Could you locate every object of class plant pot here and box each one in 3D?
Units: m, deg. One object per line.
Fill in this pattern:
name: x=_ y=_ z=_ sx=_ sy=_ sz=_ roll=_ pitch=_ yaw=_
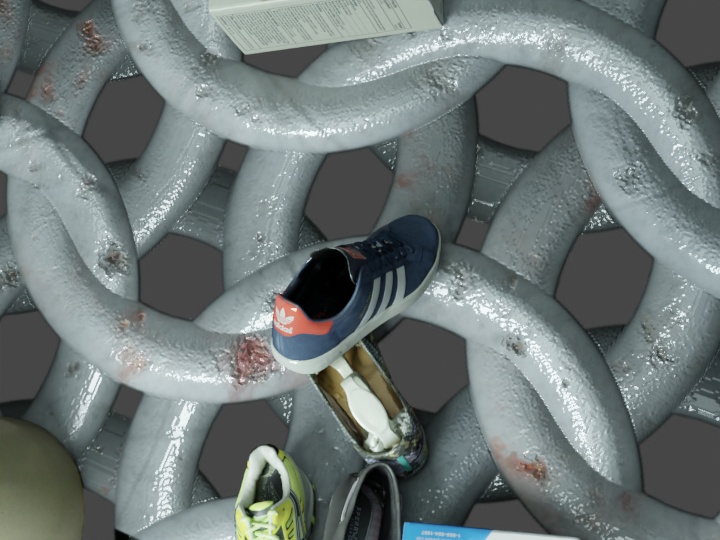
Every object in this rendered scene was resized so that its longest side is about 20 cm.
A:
plant pot: x=-0.367 y=0.201 z=1.332 sx=0.187 sy=0.200 sz=0.188 roll=-5 pitch=73 yaw=16

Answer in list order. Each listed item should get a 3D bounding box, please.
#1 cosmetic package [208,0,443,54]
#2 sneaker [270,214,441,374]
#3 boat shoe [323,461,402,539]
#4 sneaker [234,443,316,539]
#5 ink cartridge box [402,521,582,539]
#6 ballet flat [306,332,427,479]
cosmetic package: x=-0.031 y=-0.261 z=1.417 sx=0.199 sy=0.105 sz=0.071 roll=-5 pitch=73 yaw=14
sneaker: x=0.000 y=0.000 z=1.305 sx=0.075 sy=0.085 sz=0.200 roll=25 pitch=51 yaw=28
boat shoe: x=-0.002 y=0.242 z=1.236 sx=0.067 sy=0.057 sz=0.200 roll=19 pitch=47 yaw=-15
sneaker: x=-0.079 y=0.235 z=1.268 sx=0.075 sy=0.077 sz=0.200 roll=-16 pitch=47 yaw=11
ink cartridge box: x=0.102 y=0.309 z=1.223 sx=0.145 sy=0.084 sz=0.201 roll=3 pitch=76 yaw=17
ballet flat: x=-0.010 y=0.089 z=1.329 sx=0.072 sy=0.072 sz=0.201 roll=-37 pitch=67 yaw=3
